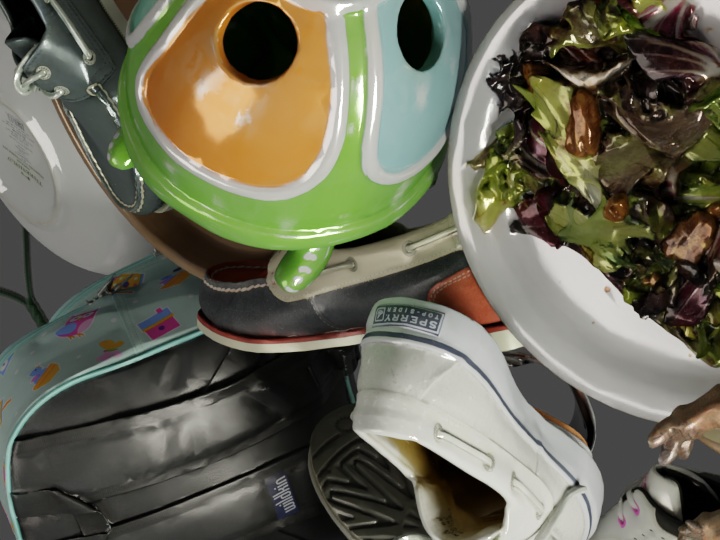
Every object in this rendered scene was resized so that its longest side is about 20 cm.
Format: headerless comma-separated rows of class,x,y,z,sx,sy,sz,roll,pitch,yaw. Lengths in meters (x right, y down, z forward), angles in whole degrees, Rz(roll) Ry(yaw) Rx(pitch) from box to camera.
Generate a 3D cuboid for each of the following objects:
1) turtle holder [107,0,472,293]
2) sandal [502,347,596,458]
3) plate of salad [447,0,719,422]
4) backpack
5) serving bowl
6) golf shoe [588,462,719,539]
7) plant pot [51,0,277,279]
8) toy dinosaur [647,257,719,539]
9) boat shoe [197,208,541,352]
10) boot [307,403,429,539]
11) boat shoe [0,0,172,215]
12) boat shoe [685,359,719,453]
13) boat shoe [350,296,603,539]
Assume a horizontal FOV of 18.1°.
turtle holder,-0.009,-0.096,0.909,0.141,0.185,0.132,52,147,26
sandal,0.067,0.061,1.090,0.079,0.059,0.207,31,170,-5
plate of salad,0.125,-0.028,0.859,0.199,0.048,0.201,8,114,19
backpack,-0.106,0.086,1.225,0.153,0.199,0.177,43,153,53
serving bowl,-0.175,-0.079,1.301,0.200,0.066,0.201,35,143,32
golf shoe,0.142,0.124,1.036,0.199,0.072,0.093,-4,112,46
plant pot,-0.067,-0.100,1.098,0.201,0.093,0.202,35,143,32
toy dinosaur,0.183,0.073,0.786,0.135,0.086,0.201,8,124,40
boat shoe,0.000,0.000,0.990,0.199,0.071,0.063,0,108,45
boot,0.030,0.184,1.120,0.182,0.072,0.200,51,156,27
boat shoe,-0.147,-0.109,1.052,0.073,0.062,0.201,2,119,54
boat shoe,0.125,0.003,0.958,0.200,0.072,0.072,43,119,41
boat shoe,0.046,0.095,0.949,0.074,0.086,0.202,7,155,25
